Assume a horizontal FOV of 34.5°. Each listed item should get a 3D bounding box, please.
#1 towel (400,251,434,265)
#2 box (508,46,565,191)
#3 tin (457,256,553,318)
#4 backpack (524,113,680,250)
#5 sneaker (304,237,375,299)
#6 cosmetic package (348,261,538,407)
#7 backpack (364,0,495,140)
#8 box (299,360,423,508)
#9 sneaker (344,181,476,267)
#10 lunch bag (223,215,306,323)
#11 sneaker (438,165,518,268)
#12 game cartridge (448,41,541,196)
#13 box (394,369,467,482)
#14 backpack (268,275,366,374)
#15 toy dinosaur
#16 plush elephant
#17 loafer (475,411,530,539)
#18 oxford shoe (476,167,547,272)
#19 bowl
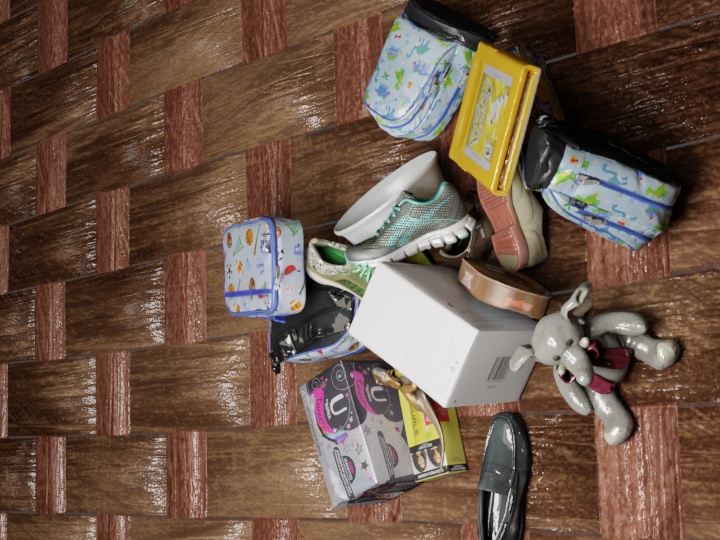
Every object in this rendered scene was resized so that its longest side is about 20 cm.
[{"bbox_3d":[0.084,0.007,1.850,0.201,0.018,0.087,53,125,33],"label":"towel"},{"bbox_3d":[0.251,-0.216,1.671,0.064,0.069,0.203,-31,65,40],"label":"box"},{"bbox_3d":[0.199,0.023,1.629,0.200,0.110,0.043,-122,52,-76],"label":"tin"},{"bbox_3d":[0.316,-0.114,1.516,0.196,0.163,0.157,7,101,0],"label":"backpack"},{"bbox_3d":[0.000,0.000,1.753,0.197,0.089,0.078,16,73,9],"label":"sneaker"},{"bbox_3d":[0.128,0.087,1.659,0.199,0.198,0.125,33,108,34],"label":"cosmetic package"},{"bbox_3d":[0.094,-0.302,1.800,0.163,0.152,0.203,39,125,32],"label":"backpack"},{"bbox_3d":[0.006,0.253,1.817,0.114,0.131,0.203,-36,63,37],"label":"box"},{"bbox_3d":[0.064,-0.069,1.680,0.197,0.078,0.093,-20,101,3],"label":"sneaker"},{"bbox_3d":[-0.152,0.001,1.818,0.199,0.074,0.164,-5,85,61],"label":"lunch bag"},{"bbox_3d":[0.182,-0.092,1.722,0.070,0.075,0.203,34,110,41],"label":"sneaker"},{"bbox_3d":[0.182,-0.217,1.619,0.200,0.032,0.179,-128,48,-65],"label":"game cartridge"},{"bbox_3d":[0.105,0.217,1.781,0.075,0.050,0.204,-23,70,41],"label":"box"},{"bbox_3d":[-0.051,0.061,1.879,0.189,0.152,0.204,-12,77,45],"label":"backpack"},{"bbox_3d":[0.092,0.192,1.736,0.200,0.060,0.108,47,141,42],"label":"toy dinosaur"},{"bbox_3d":[0.293,0.108,1.535,0.201,0.153,0.166,51,119,34],"label":"plush elephant"},{"bbox_3d":[0.201,0.306,1.664,0.067,0.070,0.205,-1,85,43],"label":"loafer"},{"bbox_3d":[0.220,-0.101,1.675,0.070,0.073,0.204,-11,90,60],"label":"oxford shoe"},{"bbox_3d":[0.062,-0.088,1.795,0.200,0.202,0.091,-29,105,39],"label":"bowl"}]
